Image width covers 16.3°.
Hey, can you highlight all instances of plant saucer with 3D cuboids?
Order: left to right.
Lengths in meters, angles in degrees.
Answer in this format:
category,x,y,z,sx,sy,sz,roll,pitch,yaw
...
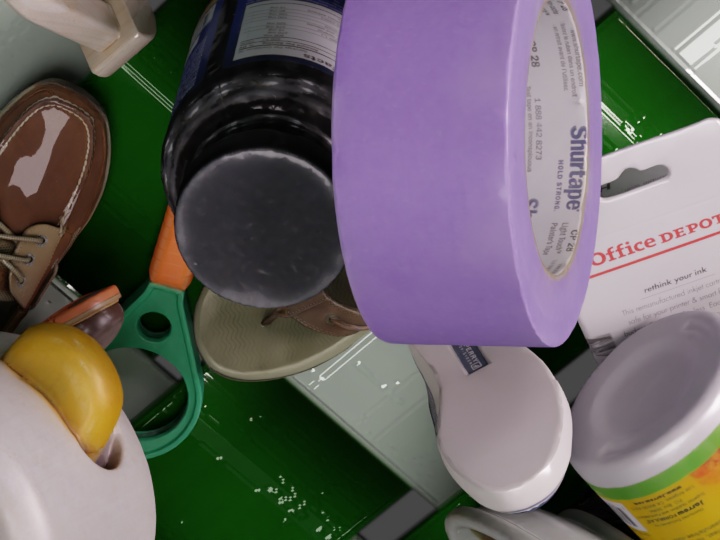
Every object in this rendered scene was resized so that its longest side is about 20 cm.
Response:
category,x,y,z,sx,sy,sz,roll,pitch,yaw
plant saucer,0.136,0.180,1.347,0.200,0.200,0.050,45,77,-20

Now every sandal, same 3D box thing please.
category,x,y,z,sx,sy,sz,roll,pitch,yaw
sandal,0.000,-0.001,1.353,0.200,0.057,0.080,-20,82,8

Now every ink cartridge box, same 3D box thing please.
category,x,y,z,sx,sy,sz,roll,pitch,yaw
ink cartridge box,0.173,0.002,1.356,0.115,0.067,0.200,-19,118,14

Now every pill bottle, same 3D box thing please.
category,x,y,z,sx,sy,sz,roll,pitch,yaw
pill bottle,-0.040,-0.067,1.249,0.111,0.200,0.112,2,120,3
pill bottle,0.208,0.124,1.323,0.111,0.111,0.200,-35,116,20

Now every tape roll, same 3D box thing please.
category,x,y,z,sx,sy,sz,roll,pitch,yaw
tape roll,0.055,-0.064,1.203,0.085,0.200,0.201,0,121,18

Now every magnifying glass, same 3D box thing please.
category,x,y,z,sx,sy,sz,roll,pitch,yaw
magnifying glass,-0.113,0.022,1.411,0.079,0.022,0.201,16,121,-6

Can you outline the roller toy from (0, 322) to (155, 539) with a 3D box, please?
category,x,y,z,sx,sy,sz,roll,pitch,yaw
roller toy,-0.206,0.127,1.312,0.182,0.140,0.201,1,103,26

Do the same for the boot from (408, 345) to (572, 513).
category,x,y,z,sx,sy,sz,roll,pitch,yaw
boot,0.079,0.088,1.338,0.073,0.200,0.091,-23,120,3

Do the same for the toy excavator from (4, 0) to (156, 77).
category,x,y,z,sx,sy,sz,roll,pitch,yaw
toy excavator,-0.204,-0.179,1.243,0.100,0.194,0.200,-36,84,21

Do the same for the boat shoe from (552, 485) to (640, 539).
category,x,y,z,sx,sy,sz,roll,pitch,yaw
boat shoe,0.156,0.144,1.444,0.199,0.073,0.065,-1,95,12

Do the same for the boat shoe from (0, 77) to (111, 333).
category,x,y,z,sx,sy,sz,roll,pitch,yaw
boat shoe,-0.193,-0.012,1.363,0.075,0.072,0.200,23,118,-10

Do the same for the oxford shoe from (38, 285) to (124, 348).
category,x,y,z,sx,sy,sz,roll,pitch,yaw
oxford shoe,-0.177,0.082,1.402,0.073,0.071,0.200,48,129,8
